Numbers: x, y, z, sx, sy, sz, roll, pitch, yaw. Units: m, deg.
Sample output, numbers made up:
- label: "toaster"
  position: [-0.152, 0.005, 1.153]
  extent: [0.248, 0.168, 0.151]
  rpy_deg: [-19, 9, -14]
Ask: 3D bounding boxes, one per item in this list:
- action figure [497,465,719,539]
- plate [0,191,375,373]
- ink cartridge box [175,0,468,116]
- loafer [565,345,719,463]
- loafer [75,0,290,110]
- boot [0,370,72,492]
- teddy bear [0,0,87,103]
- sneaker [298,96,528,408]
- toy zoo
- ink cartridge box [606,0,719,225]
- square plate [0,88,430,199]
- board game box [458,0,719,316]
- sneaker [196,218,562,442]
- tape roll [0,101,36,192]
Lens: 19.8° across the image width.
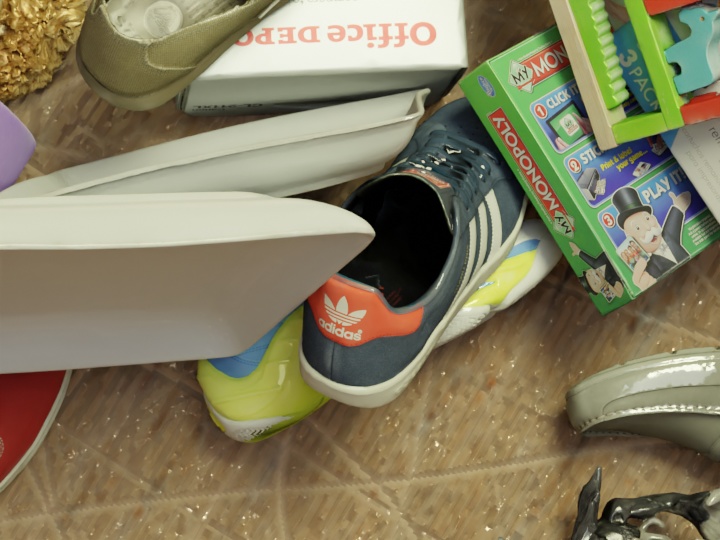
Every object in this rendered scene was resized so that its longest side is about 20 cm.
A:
- label: "action figure"
  position: [0.171, 0.160, 1.028]
  extent: [0.199, 0.102, 0.120]
  rpy_deg: [1, 95, -9]
- label: "plate"
  position: [-0.118, 0.005, 0.887]
  extent: [0.199, 0.200, 0.032]
  rpy_deg: [-2, 73, -22]
- label: "ink cartridge box"
  position: [-0.026, -0.187, 1.048]
  extent: [0.145, 0.083, 0.201]
  rpy_deg: [-4, 84, -8]
- label: "loafer"
  position: [0.204, 0.076, 1.057]
  extent: [0.199, 0.070, 0.070]
  rpy_deg: [-2, 75, -9]
- label: "loafer"
  position: [-0.052, -0.156, 0.964]
  extent: [0.076, 0.067, 0.200]
  rpy_deg: [40, 81, -1]
- label: "boot"
  position: [-0.202, 0.086, 0.961]
  extent: [0.072, 0.144, 0.200]
  rpy_deg: [36, 79, -1]
- label: "teddy bear"
  position: [-0.221, -0.175, 1.028]
  extent: [0.144, 0.067, 0.201]
  rpy_deg: [-14, 85, -7]
- label: "sneaker"
  position: [0.033, -0.030, 0.973]
  extent: [0.075, 0.085, 0.200]
  rpy_deg: [17, 49, 12]
- label: "toy zoo"
  position: [0.175, -0.140, 0.925]
  extent: [0.020, 0.199, 0.132]
  rpy_deg: [-30, 103, -52]
- label: "ink cartridge box"
  position: [0.226, -0.118, 0.958]
  extent: [0.115, 0.200, 0.068]
  rpy_deg: [55, 37, -1]
- label: "square plate"
  position: [-0.063, -0.048, 0.952]
  extent: [0.197, 0.200, 0.029]
  rpy_deg: [-12, 97, 4]
- label: "board game box"
  position: [0.155, -0.080, 1.045]
  extent: [0.200, 0.029, 0.135]
  rpy_deg: [-31, 88, -37]
- label: "sneaker"
  position: [0.000, 0.000, 1.034]
  extent: [0.199, 0.076, 0.105]
  rpy_deg: [-28, 87, -9]
- label: "tape roll"
  position: [-0.255, -0.074, 0.944]
  extent: [0.199, 0.200, 0.085]
  rpy_deg: [32, 80, -3]
